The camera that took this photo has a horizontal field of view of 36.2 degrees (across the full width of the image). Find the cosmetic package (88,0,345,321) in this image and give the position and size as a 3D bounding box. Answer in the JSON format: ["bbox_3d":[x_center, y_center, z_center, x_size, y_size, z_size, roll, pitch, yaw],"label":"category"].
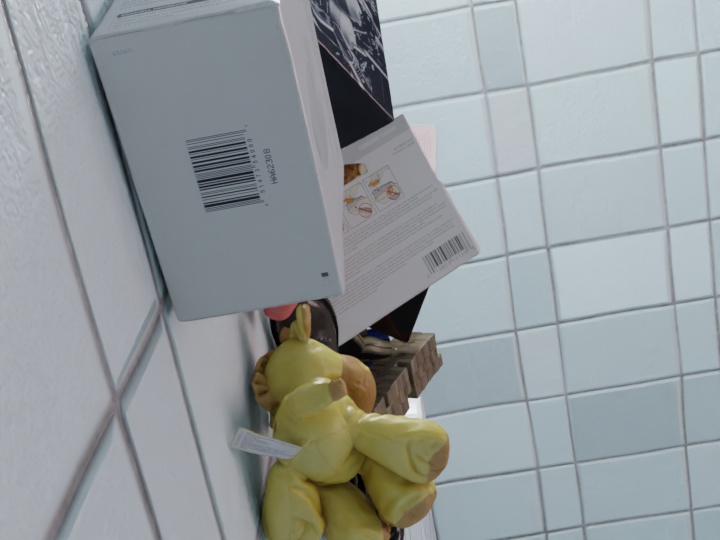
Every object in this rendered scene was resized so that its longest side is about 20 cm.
[{"bbox_3d":[-0.086,-0.109,0.762,0.201,0.121,0.202,-89,168,-60],"label":"cosmetic package"}]

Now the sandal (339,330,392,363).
[{"bbox_3d":[-0.023,0.074,1.298,0.201,0.079,0.058,29,53,-67],"label":"sandal"}]

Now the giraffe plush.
[{"bbox_3d":[-0.035,0.129,0.954,0.199,0.173,0.163,37,16,-29],"label":"giraffe plush"}]

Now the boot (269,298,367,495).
[{"bbox_3d":[-0.031,0.135,1.077,0.175,0.068,0.202,-114,-169,-54],"label":"boot"}]

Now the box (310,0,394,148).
[{"bbox_3d":[-0.066,-0.238,1.015,0.182,0.103,0.203,39,35,-47],"label":"box"}]

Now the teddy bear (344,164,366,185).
[{"bbox_3d":[-0.013,-0.182,1.398,0.144,0.066,0.203,-35,122,-39],"label":"teddy bear"}]

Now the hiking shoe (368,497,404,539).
[{"bbox_3d":[0.003,0.285,1.474,0.101,0.075,0.203,53,18,-62],"label":"hiking shoe"}]

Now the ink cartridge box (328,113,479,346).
[{"bbox_3d":[0.005,-0.042,1.187,0.175,0.198,0.044,59,-15,-4],"label":"ink cartridge box"}]

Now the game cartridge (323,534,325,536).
[{"bbox_3d":[-0.035,0.211,1.293,0.133,0.041,0.204,37,44,-77],"label":"game cartridge"}]

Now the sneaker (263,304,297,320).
[{"bbox_3d":[-0.089,-0.044,1.052,0.087,0.072,0.203,110,-23,-56],"label":"sneaker"}]

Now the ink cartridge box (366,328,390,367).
[{"bbox_3d":[0.004,0.144,1.506,0.201,0.098,0.040,72,11,-58],"label":"ink cartridge box"}]

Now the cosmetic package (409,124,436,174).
[{"bbox_3d":[0.012,-0.152,1.529,0.071,0.198,0.103,8,-81,50],"label":"cosmetic package"}]

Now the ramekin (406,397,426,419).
[{"bbox_3d":[0.082,0.325,2.123,0.200,0.096,0.204,-9,90,-86],"label":"ramekin"}]

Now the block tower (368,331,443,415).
[{"bbox_3d":[0.040,0.143,1.382,0.200,0.053,0.059,-44,129,-54],"label":"block tower"}]

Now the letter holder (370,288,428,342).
[{"bbox_3d":[0.000,0.000,1.330,0.200,0.140,0.102,56,55,-74],"label":"letter holder"}]
